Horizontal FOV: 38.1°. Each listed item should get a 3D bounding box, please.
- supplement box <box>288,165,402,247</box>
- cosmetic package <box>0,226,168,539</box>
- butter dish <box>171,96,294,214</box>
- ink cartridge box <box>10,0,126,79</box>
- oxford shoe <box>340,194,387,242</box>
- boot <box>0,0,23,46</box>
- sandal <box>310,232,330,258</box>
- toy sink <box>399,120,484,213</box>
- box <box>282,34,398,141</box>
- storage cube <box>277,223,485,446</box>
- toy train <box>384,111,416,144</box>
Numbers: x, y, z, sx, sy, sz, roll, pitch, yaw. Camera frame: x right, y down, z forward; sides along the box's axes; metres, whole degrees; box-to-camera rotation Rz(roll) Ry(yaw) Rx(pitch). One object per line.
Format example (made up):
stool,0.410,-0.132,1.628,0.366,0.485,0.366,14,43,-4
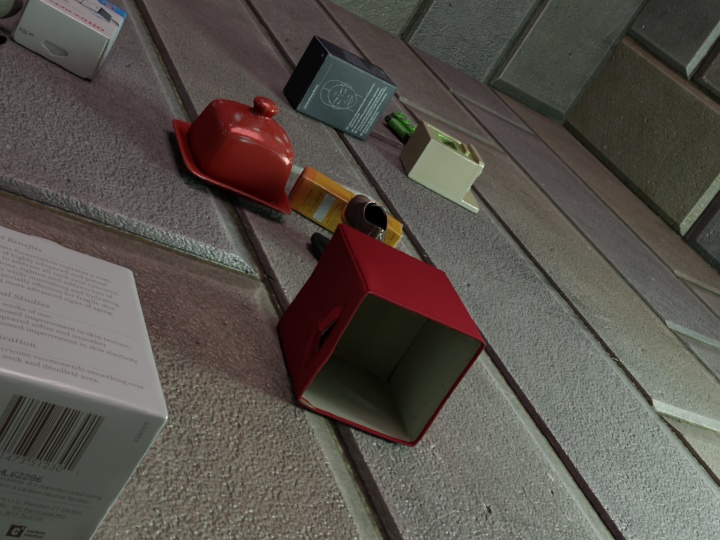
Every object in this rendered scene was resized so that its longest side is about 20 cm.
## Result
supplement box,-0.025,-0.096,1.782,0.199,0.069,0.067,29,22,-9
cosmetic package,-0.275,0.092,0.828,0.166,0.167,0.200,21,24,-32
butter dish,-0.183,-0.212,1.684,0.198,0.148,0.200,23,22,-30
ink cartridge box,-0.489,-0.417,1.769,0.146,0.086,0.200,28,20,-17
oxford shoe,0.016,-0.080,1.658,0.071,0.073,0.200,26,24,-18
boot,-0.579,-0.383,1.597,0.131,0.068,0.199,45,31,20
sandal,0.000,0.000,1.631,0.200,0.045,0.075,44,23,25
toy sink,0.208,-0.241,2.399,0.199,0.112,0.131,27,21,-19
box,-0.045,-0.405,2.329,0.199,0.149,0.107,20,24,-34
storage cube,0.020,0.080,1.303,0.199,0.172,0.180,23,21,-25
toy train,0.125,-0.330,2.583,0.056,0.042,0.200,-2,40,-42
